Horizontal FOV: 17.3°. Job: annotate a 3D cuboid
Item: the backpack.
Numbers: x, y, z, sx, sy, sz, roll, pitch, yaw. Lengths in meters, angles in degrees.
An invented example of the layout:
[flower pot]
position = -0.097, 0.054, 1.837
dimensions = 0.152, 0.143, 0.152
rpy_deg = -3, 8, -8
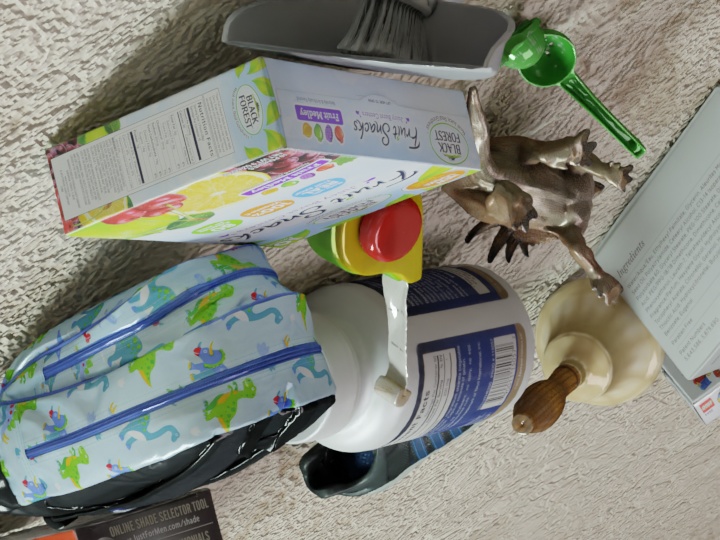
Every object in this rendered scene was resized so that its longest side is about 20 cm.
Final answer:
[backpack]
position = -0.107, 0.067, 1.345
dimensions = 0.163, 0.154, 0.200
rpy_deg = -10, -176, -40

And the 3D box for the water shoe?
[water shoe]
position = 0.035, 0.104, 1.713
dimensions = 0.079, 0.072, 0.200
rpy_deg = -14, 150, -52

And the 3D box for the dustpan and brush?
[dustpan and brush]
position = 0.024, -0.130, 1.224
dimensions = 0.200, 0.139, 0.057
rpy_deg = -3, 100, -74

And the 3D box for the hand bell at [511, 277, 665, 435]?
[hand bell]
position = 0.150, 0.082, 1.740
dimensions = 0.104, 0.104, 0.200
rpy_deg = -47, 176, 26

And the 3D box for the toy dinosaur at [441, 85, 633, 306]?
[toy dinosaur]
position = 0.097, -0.053, 1.509
dimensions = 0.200, 0.135, 0.086
rpy_deg = 31, 83, -43

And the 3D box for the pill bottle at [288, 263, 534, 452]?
[pill bottle]
position = 0.016, 0.059, 1.565
dimensions = 0.200, 0.111, 0.111
rpy_deg = -9, 146, -49

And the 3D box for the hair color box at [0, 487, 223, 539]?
[hair color box]
position = -0.188, 0.190, 1.481
dimensions = 0.111, 0.064, 0.200
rpy_deg = -13, 176, -44

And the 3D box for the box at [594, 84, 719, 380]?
[box]
position = 0.318, -0.045, 1.777
dimensions = 0.199, 0.131, 0.200
rpy_deg = -17, 151, -40

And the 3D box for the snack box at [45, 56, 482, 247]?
[snack box]
position = -0.046, -0.058, 1.245
dimensions = 0.142, 0.053, 0.200
rpy_deg = -19, 169, 30

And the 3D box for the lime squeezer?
[lime squeezer]
position = 0.106, -0.117, 1.397
dimensions = 0.038, 0.071, 0.200
rpy_deg = -25, 157, 22

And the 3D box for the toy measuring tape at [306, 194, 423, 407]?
[toy measuring tape]
position = 0.000, 0.000, 1.418
dimensions = 0.074, 0.074, 0.200
rpy_deg = -21, 125, -34

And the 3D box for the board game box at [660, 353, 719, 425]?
[board game box]
position = 0.326, 0.024, 1.942
dimensions = 0.200, 0.126, 0.035
rpy_deg = -36, 132, 1
